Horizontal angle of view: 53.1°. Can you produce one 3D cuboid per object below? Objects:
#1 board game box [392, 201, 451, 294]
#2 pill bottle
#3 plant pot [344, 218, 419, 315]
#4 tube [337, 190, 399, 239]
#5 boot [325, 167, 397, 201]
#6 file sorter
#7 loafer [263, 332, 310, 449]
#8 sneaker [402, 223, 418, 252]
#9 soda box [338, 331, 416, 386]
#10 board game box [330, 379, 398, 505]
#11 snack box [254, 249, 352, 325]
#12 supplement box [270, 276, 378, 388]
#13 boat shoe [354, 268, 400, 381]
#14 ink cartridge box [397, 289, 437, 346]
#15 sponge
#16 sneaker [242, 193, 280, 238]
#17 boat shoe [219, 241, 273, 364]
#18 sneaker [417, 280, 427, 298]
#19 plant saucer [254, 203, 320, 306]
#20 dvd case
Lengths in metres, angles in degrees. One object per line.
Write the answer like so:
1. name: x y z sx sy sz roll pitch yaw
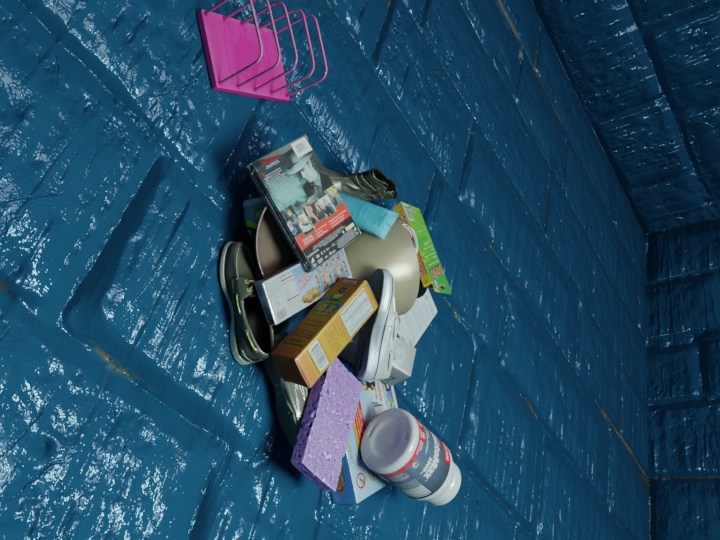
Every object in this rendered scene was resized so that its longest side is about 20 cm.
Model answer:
1. board game box: 0.129 -0.042 1.494 0.095 0.030 0.202 11 54 -61
2. pill bottle: 0.100 0.350 1.324 0.200 0.118 0.121 45 44 -38
3. plant pot: 0.000 0.000 1.367 0.133 0.200 0.203 -12 88 -30
4. tube: -0.032 -0.118 1.338 0.051 0.198 0.078 96 20 -51
5. boot: -0.021 -0.181 1.427 0.199 0.129 0.069 23 59 -50
6. file sorter: -0.168 -0.402 1.297 0.199 0.124 0.141 -8 85 -56
7. loafer: -0.109 0.202 1.210 0.069 0.070 0.203 -13 88 -37
8. sneaker: 0.055 -0.075 1.455 0.074 0.105 0.201 -5 46 -32
9. soda box: 0.006 0.137 1.350 0.199 0.068 0.064 33 50 -20
10. board game box: 0.005 0.308 1.356 0.195 0.055 0.203 -7 84 -56
11. snack box: -0.090 0.018 1.208 0.199 0.024 0.073 -30 107 -45
12. supplement box: -0.056 0.097 1.187 0.200 0.066 0.069 -46 126 -35
13. boat shoe: 0.037 0.097 1.285 0.066 0.073 0.203 7 101 -30
14. ink cartridge box: 0.088 0.057 1.577 0.200 0.043 0.198 -46 117 -52
15. sponge: -0.053 0.251 1.206 0.112 0.029 0.202 53 41 -41
16. sneaker: -0.132 -0.078 1.292 0.198 0.075 0.078 14 77 -43
17. boat shoe: -0.180 0.048 1.173 0.072 0.060 0.205 2 77 -54
18. sneaker: 0.111 0.030 1.523 0.200 0.075 0.089 -50 126 -52
19. plant saucer: -0.109 -0.038 1.236 0.199 0.034 0.204 5 84 -45
20. dvd case: -0.091 -0.115 1.215 0.146 0.022 0.202 -39 104 -44
